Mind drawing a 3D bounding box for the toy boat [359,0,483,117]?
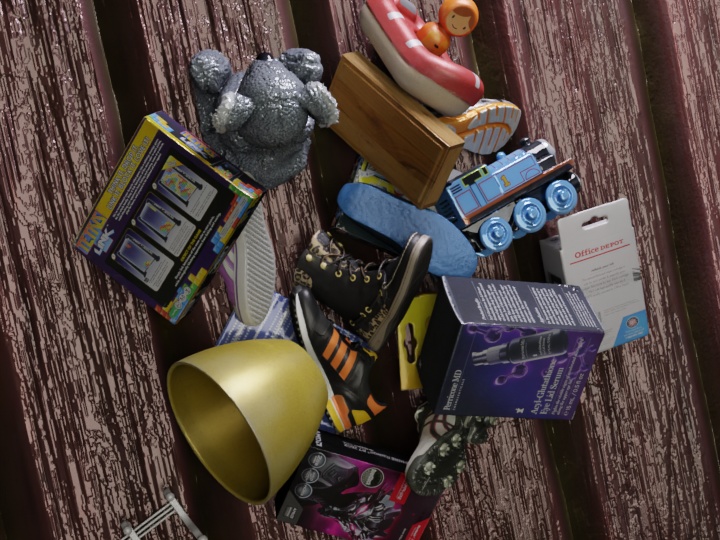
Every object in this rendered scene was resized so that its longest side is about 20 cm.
[{"bbox_3d":[0.097,-0.295,1.538,0.131,0.130,0.201,-42,59,19],"label":"toy boat"}]

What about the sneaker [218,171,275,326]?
[{"bbox_3d":[-0.175,-0.029,1.538,0.073,0.113,0.203,-29,116,-57],"label":"sneaker"}]

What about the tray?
[{"bbox_3d":[0.035,-0.179,1.529,0.200,0.099,0.037,43,40,24],"label":"tray"}]

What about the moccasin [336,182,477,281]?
[{"bbox_3d":[0.065,-0.058,1.548,0.199,0.068,0.081,36,92,-1],"label":"moccasin"}]

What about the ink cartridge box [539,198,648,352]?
[{"bbox_3d":[0.317,0.005,1.651,0.115,0.067,0.202,-17,108,-15],"label":"ink cartridge box"}]

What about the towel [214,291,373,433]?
[{"bbox_3d":[-0.093,0.120,1.587,0.199,0.024,0.146,29,84,-11],"label":"towel"}]

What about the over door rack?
[{"bbox_3d":[-0.241,0.399,1.521,0.147,0.067,0.201,-36,99,-12],"label":"over door rack"}]

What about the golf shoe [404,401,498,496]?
[{"bbox_3d":[0.102,0.220,1.570,0.200,0.087,0.078,-40,132,-46],"label":"golf shoe"}]

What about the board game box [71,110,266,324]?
[{"bbox_3d":[-0.233,-0.063,1.464,0.165,0.057,0.201,37,112,4],"label":"board game box"}]

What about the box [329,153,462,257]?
[{"bbox_3d":[0.074,-0.082,1.620,0.198,0.038,0.138,23,84,-14],"label":"box"}]

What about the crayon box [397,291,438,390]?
[{"bbox_3d":[0.138,0.089,1.631,0.198,0.051,0.129,-3,91,-16],"label":"crayon box"}]

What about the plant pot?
[{"bbox_3d":[-0.123,0.165,1.490,0.141,0.199,0.201,-32,98,-32],"label":"plant pot"}]

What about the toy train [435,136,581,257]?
[{"bbox_3d":[0.197,-0.099,1.593,0.199,0.087,0.115,-29,91,-15],"label":"toy train"}]

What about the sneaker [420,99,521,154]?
[{"bbox_3d":[0.130,-0.202,1.619,0.198,0.077,0.079,-10,132,-31],"label":"sneaker"}]

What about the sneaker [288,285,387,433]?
[{"bbox_3d":[-0.028,0.104,1.552,0.089,0.070,0.202,-20,101,-7],"label":"sneaker"}]

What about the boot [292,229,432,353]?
[{"bbox_3d":[0.000,0.000,1.521,0.150,0.201,0.073,33,49,9],"label":"boot"}]

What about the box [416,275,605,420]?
[{"bbox_3d":[0.187,0.100,1.535,0.198,0.105,0.149,3,124,-15],"label":"box"}]

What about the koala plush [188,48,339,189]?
[{"bbox_3d":[-0.113,-0.194,1.486,0.175,0.200,0.186,-4,91,-15],"label":"koala plush"}]

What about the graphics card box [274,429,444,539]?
[{"bbox_3d":[0.000,0.289,1.571,0.198,0.051,0.126,19,114,-14],"label":"graphics card box"}]
